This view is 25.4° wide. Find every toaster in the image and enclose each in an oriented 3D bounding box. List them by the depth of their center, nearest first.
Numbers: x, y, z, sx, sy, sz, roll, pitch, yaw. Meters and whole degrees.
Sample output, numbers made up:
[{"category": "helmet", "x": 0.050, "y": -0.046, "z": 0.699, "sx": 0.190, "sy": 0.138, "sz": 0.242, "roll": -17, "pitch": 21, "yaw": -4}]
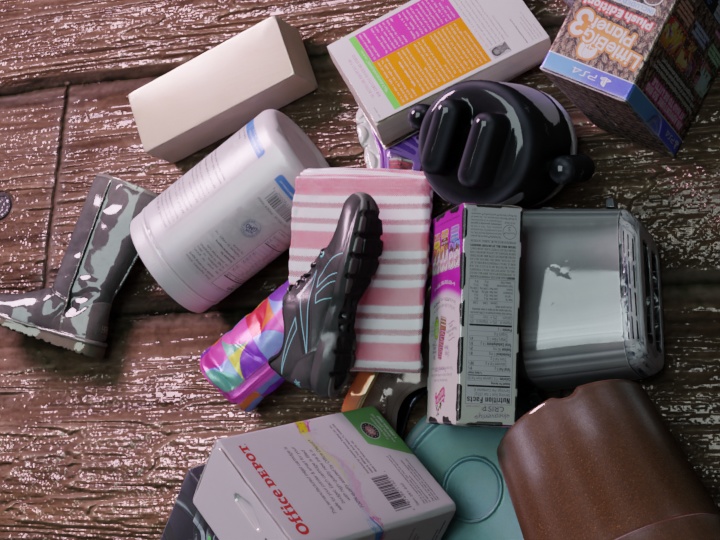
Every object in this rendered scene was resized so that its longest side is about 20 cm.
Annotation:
[{"category": "toaster", "x": 0.212, "y": 0.032, "z": 1.504, "sx": 0.128, "sy": 0.114, "sz": 0.202, "roll": -7, "pitch": 71, "yaw": 23}]

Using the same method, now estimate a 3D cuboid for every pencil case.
[{"category": "pencil case", "x": -0.074, "y": 0.061, "z": 1.657, "sx": 0.200, "sy": 0.088, "sz": 0.089, "roll": -41, "pitch": 61, "yaw": 14}]

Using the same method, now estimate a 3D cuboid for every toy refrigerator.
[{"category": "toy refrigerator", "x": -0.153, "y": -0.199, "z": 1.785, "sx": 0.199, "sy": 0.070, "sz": 0.076, "roll": -26, "pitch": 72, "yaw": 19}]

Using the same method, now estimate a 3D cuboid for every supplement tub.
[{"category": "supplement tub", "x": -0.131, "y": -0.063, "z": 1.697, "sx": 0.199, "sy": 0.132, "sz": 0.132, "roll": -36, "pitch": 62, "yaw": 13}]

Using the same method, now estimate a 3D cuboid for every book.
[{"category": "book", "x": 0.080, "y": -0.230, "z": 1.652, "sx": 0.199, "sy": 0.048, "sz": 0.134, "roll": -28, "pitch": 57, "yaw": -2}]

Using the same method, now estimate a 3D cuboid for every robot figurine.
[{"category": "robot figurine", "x": 0.133, "y": -0.122, "z": 1.537, "sx": 0.124, "sy": 0.200, "sz": 0.151, "roll": -35, "pitch": 76, "yaw": 26}]

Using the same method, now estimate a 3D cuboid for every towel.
[{"category": "towel", "x": 0.000, "y": 0.000, "z": 1.580, "sx": 0.145, "sy": 0.030, "sz": 0.202, "roll": 3, "pitch": 88, "yaw": 22}]

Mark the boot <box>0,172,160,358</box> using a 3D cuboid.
[{"category": "boot", "x": -0.328, "y": -0.016, "z": 1.819, "sx": 0.180, "sy": 0.073, "sz": 0.202, "roll": 15, "pitch": 89, "yaw": 16}]

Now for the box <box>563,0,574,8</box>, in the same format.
[{"category": "box", "x": 0.241, "y": -0.336, "z": 1.545, "sx": 0.048, "sy": 0.200, "sz": 0.159, "roll": 42, "pitch": 97, "yaw": 27}]

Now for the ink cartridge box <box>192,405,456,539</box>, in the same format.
[{"category": "ink cartridge box", "x": -0.034, "y": 0.218, "z": 1.492, "sx": 0.145, "sy": 0.199, "sz": 0.084, "roll": 48, "pitch": 129, "yaw": 32}]

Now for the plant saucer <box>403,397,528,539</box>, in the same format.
[{"category": "plant saucer", "x": 0.112, "y": 0.214, "z": 1.552, "sx": 0.199, "sy": 0.027, "sz": 0.202, "roll": -8, "pitch": 72, "yaw": 24}]

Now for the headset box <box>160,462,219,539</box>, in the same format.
[{"category": "headset box", "x": -0.113, "y": 0.301, "z": 1.564, "sx": 0.200, "sy": 0.092, "sz": 0.175, "roll": 44, "pitch": 128, "yaw": 30}]

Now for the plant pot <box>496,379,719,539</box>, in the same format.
[{"category": "plant pot", "x": 0.225, "y": 0.217, "z": 1.405, "sx": 0.199, "sy": 0.200, "sz": 0.199, "roll": -32, "pitch": 57, "yaw": 16}]

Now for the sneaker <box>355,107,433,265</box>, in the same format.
[{"category": "sneaker", "x": 0.052, "y": -0.098, "z": 1.646, "sx": 0.083, "sy": 0.081, "sz": 0.201, "roll": -20, "pitch": 66, "yaw": 14}]

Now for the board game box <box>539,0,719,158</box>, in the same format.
[{"category": "board game box", "x": 0.281, "y": -0.236, "z": 1.519, "sx": 0.096, "sy": 0.159, "sz": 0.201, "roll": 27, "pitch": 88, "yaw": 31}]

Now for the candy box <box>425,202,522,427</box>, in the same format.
[{"category": "candy box", "x": 0.105, "y": 0.045, "z": 1.491, "sx": 0.060, "sy": 0.136, "sz": 0.202, "roll": 4, "pitch": 86, "yaw": -9}]

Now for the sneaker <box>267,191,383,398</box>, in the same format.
[{"category": "sneaker", "x": -0.035, "y": 0.019, "z": 1.537, "sx": 0.079, "sy": 0.075, "sz": 0.202, "roll": 16, "pitch": 93, "yaw": 23}]

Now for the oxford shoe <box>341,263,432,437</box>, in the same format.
[{"category": "oxford shoe", "x": 0.059, "y": 0.078, "z": 1.601, "sx": 0.073, "sy": 0.071, "sz": 0.201, "roll": 31, "pitch": 99, "yaw": 21}]
